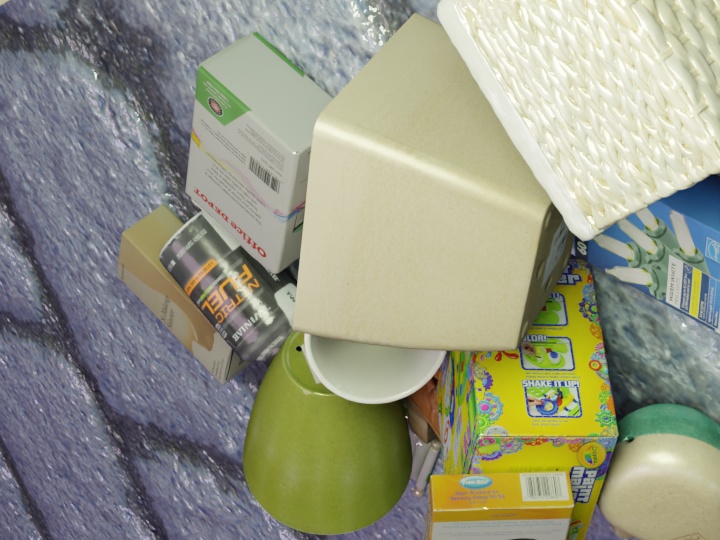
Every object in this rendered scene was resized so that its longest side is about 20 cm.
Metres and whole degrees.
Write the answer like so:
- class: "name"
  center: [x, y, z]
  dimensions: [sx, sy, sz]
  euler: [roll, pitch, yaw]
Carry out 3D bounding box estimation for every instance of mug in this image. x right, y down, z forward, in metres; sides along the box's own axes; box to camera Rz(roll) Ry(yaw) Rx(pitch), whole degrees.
- class: "mug"
  center: [0.011, 0.004, 1.577]
  dimensions: [0.200, 0.132, 0.179]
  euler: [-106, 27, -69]

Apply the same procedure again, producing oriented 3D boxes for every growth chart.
- class: "growth chart"
  center: [0.017, 0.158, 1.887]
  dimensions: [0.200, 0.018, 0.145]
  euler: [45, 149, 14]

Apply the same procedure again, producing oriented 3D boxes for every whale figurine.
- class: "whale figurine"
  center: [0.293, 0.196, 1.480]
  dimensions: [0.158, 0.104, 0.200]
  euler: [-25, 126, 35]

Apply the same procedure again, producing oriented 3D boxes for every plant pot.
- class: "plant pot"
  center: [0.074, -0.052, 1.302]
  dimensions: [0.176, 0.200, 0.201]
  euler: [19, 128, 16]
- class: "plant pot"
  center: [-0.034, 0.142, 1.726]
  dimensions: [0.187, 0.187, 0.201]
  euler: [38, 151, 24]

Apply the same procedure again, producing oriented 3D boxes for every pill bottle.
- class: "pill bottle"
  center: [-0.125, 0.027, 1.864]
  dimensions: [0.200, 0.106, 0.106]
  euler: [49, 150, 6]

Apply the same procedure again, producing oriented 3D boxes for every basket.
- class: "basket"
  center: [0.197, -0.165, 1.129]
  dimensions: [0.201, 0.198, 0.161]
  euler: [56, 146, -4]

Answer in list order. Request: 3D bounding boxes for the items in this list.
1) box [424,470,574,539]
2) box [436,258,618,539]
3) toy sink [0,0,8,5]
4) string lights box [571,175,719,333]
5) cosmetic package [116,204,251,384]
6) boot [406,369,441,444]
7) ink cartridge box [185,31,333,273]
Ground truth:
- class: "box"
  center: [0.114, 0.243, 1.441]
  dimensions: [0.201, 0.118, 0.042]
  euler: [93, 175, -52]
- class: "box"
  center: [0.141, 0.125, 1.482]
  dimensions: [0.201, 0.121, 0.194]
  euler: [96, 172, -51]
- class: "toy sink"
  center: [-0.415, -0.363, 1.773]
  dimensions: [0.112, 0.200, 0.131]
  euler: [32, 145, 30]
- class: "string lights box"
  center: [0.242, -0.035, 1.331]
  dimensions: [0.199, 0.059, 0.103]
  euler: [30, 142, 34]
- class: "cosmetic package"
  center: [-0.202, 0.029, 2.006]
  dimensions: [0.200, 0.071, 0.106]
  euler: [43, 149, 17]
- class: "boot"
  center: [0.123, 0.139, 1.680]
  dimensions: [0.200, 0.076, 0.156]
  euler: [41, 145, 34]
- class: "ink cartridge box"
  center: [-0.097, -0.117, 1.697]
  dimensions: [0.145, 0.084, 0.201]
  euler: [42, 148, 19]
